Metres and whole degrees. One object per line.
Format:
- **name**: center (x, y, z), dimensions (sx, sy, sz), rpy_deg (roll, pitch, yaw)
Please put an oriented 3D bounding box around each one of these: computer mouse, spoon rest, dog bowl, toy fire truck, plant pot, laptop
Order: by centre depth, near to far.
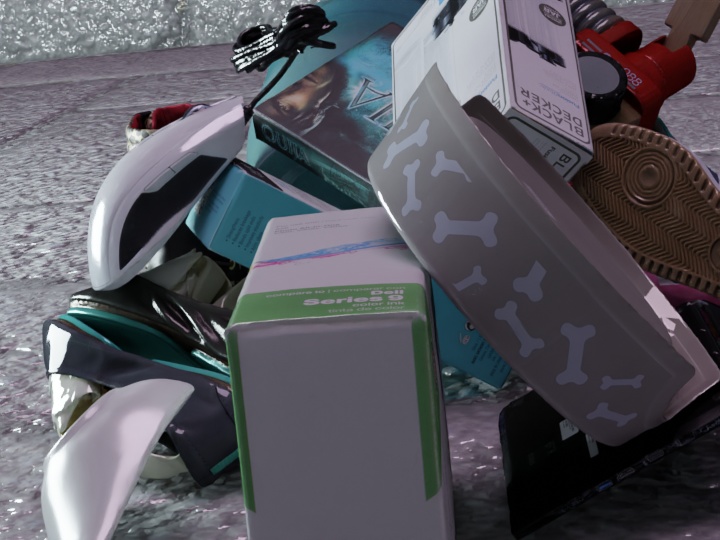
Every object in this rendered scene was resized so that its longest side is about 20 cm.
- **dog bowl**: center (0.081, -0.004, 0.825), dimensions (0.059, 0.200, 0.200), rpy_deg (-43, 9, 11)
- **spoon rest**: center (-0.134, 0.112, 0.835), dimensions (0.099, 0.061, 0.200), rpy_deg (-49, -5, 30)
- **laptop**: center (0.180, 0.090, 0.905), dimensions (0.199, 0.104, 0.177), rpy_deg (-31, 10, 9)
- **computer mouse**: center (-0.098, -0.075, 1.028), dimensions (0.200, 0.044, 0.109), rpy_deg (-51, 20, -10)
- **toy fire truck**: center (0.169, -0.180, 1.255), dimensions (0.199, 0.129, 0.176), rpy_deg (-30, 62, -30)
- **plant pot**: center (0.000, -0.082, 1.330), dimensions (0.198, 0.202, 0.188), rpy_deg (-2, 28, 17)

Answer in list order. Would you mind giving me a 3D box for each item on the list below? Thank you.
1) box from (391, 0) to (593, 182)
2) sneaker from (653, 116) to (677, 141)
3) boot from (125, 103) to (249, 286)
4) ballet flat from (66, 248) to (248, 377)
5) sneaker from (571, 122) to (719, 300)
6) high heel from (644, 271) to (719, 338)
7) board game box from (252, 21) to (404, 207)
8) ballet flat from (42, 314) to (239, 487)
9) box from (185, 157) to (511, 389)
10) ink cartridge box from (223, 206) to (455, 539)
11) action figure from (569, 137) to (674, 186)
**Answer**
- **box**: center (0.075, -0.105, 1.079), dimensions (0.060, 0.117, 0.201), rpy_deg (27, 37, -22)
- **sneaker**: center (0.171, -0.071, 1.320), dimensions (0.199, 0.121, 0.084), rpy_deg (8, 62, 44)
- **boot**: center (-0.118, -0.043, 1.279), dimensions (0.072, 0.152, 0.200), rpy_deg (-4, 14, 11)
- **ballet flat**: center (-0.084, 0.031, 1.022), dimensions (0.199, 0.068, 0.069), rpy_deg (19, 68, 39)
- **sneaker**: center (0.217, -0.017, 1.017), dimensions (0.199, 0.071, 0.108), rpy_deg (34, 16, 29)
- **high heel**: center (0.229, 0.032, 1.063), dimensions (0.198, 0.068, 0.097), rpy_deg (7, 49, -15)
- **board game box**: center (0.041, -0.088, 1.183), dimensions (0.135, 0.028, 0.199), rpy_deg (-35, 49, -28)
- **ballet flat**: center (-0.131, 0.075, 0.993), dimensions (0.073, 0.074, 0.199), rpy_deg (-18, 23, -40)
- **box**: center (0.000, 0.000, 1.052), dimensions (0.199, 0.050, 0.082), rpy_deg (26, 5, -18)
- **ink cartridge box**: center (-0.004, 0.064, 0.804), dimensions (0.086, 0.147, 0.200), rpy_deg (-5, 13, 2)
- **action figure**: center (0.181, -0.049, 1.113), dimensions (0.199, 0.100, 0.065), rpy_deg (17, -2, -31)
